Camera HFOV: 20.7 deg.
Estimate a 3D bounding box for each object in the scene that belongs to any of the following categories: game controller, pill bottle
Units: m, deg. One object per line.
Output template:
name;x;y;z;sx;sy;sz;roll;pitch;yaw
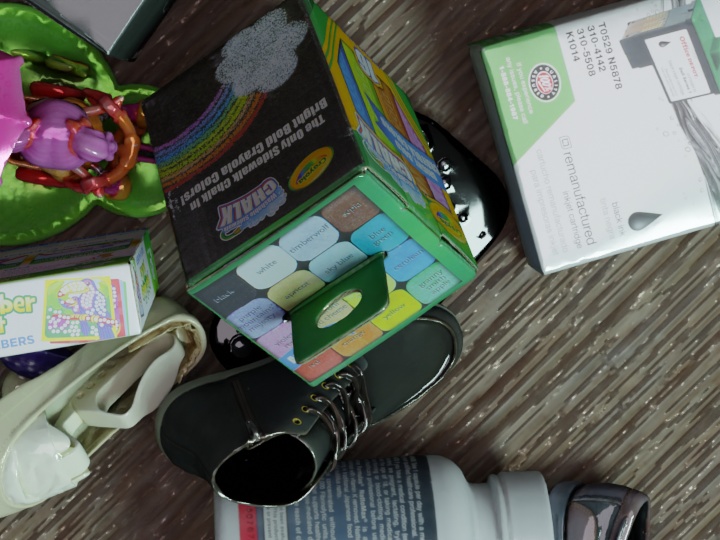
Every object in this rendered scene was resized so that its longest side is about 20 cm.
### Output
game controller;0.000;0.000;1.220;0.104;0.042;0.200;40;93;-6
pill bottle;0.013;0.172;1.197;0.200;0.120;0.120;-4;95;-2

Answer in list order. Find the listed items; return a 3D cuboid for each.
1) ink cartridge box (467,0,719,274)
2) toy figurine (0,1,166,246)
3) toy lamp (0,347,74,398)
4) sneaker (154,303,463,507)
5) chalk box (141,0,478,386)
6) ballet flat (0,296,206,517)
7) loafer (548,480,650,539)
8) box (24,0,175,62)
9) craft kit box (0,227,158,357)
ink cartridge box;0.182;-0.096;1.199;0.200;0.084;0.146;-17;96;-1
toy figurine;-0.190;-0.076;1.132;0.200;0.184;0.150;12;95;-5
toy lamp;-0.231;0.137;1.214;0.058;0.058;0.200;22;93;-5
sneaker;-0.013;0.084;1.162;0.200;0.106;0.075;-23;113;-16
chalk box;-0.025;-0.030;1.102;0.125;0.200;0.124;-33;137;16
ballet flat;-0.168;0.088;1.169;0.200;0.069;0.069;-43;96;-23
loafer;0.156;0.231;1.227;0.063;0.072;0.200;-5;93;30
box;-0.144;-0.212;1.113;0.124;0.200;0.149;34;93;-6
craft kit box;-0.220;0.019;1.132;0.200;0.198;0.049;-9;94;-1
